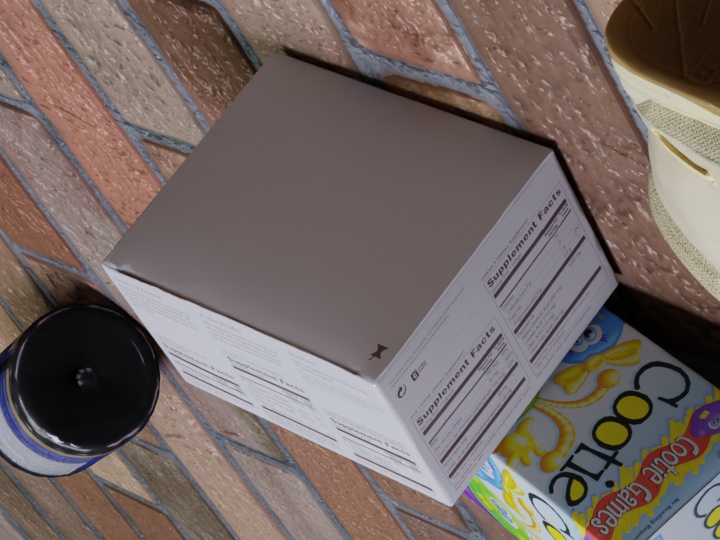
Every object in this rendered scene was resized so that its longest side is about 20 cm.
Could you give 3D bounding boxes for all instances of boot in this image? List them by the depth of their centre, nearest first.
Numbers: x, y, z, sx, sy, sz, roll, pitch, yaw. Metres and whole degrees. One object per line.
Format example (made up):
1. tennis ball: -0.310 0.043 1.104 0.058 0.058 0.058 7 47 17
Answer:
1. boot: 0.194 -0.026 1.216 0.200 0.073 0.156 31 159 27

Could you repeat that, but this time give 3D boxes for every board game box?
1. board game box: 0.121 0.094 1.504 0.200 0.103 0.105 37 163 43

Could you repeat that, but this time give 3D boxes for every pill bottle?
1. pill bottle: -0.224 0.095 2.168 0.112 0.112 0.200 41 161 -6

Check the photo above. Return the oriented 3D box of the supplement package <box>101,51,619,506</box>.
1. supplement package: 0.000 0.000 1.494 0.200 0.156 0.111 23 156 38
